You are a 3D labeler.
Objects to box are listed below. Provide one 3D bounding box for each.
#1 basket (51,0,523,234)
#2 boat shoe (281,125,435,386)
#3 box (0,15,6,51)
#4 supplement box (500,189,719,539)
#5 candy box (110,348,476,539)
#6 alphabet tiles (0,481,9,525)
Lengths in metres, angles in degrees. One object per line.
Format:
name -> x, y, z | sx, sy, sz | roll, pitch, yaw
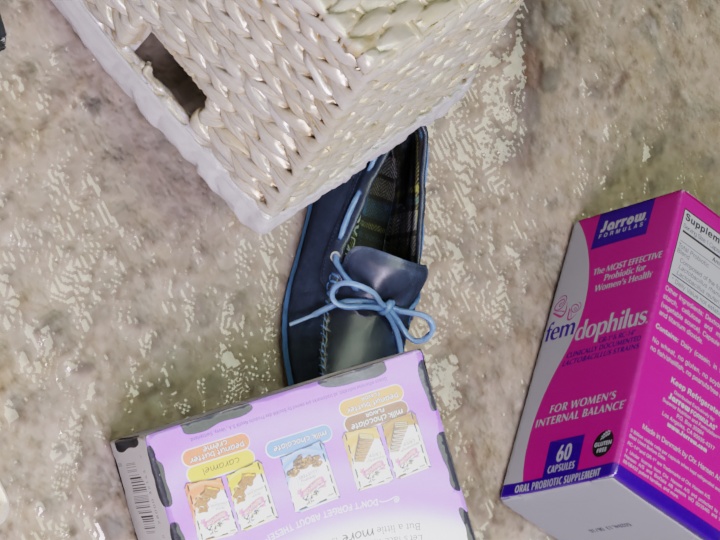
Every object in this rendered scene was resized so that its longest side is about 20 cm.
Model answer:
basket -> -0.027, -0.168, 1.524 | 0.198, 0.161, 0.200 | 49, 48, 6
boat shoe -> 0.000, 0.000, 1.599 | 0.084, 0.068, 0.201 | 13, 71, -38
box -> -0.287, -0.179, 1.384 | 0.163, 0.086, 0.201 | -18, 91, -41
supplement box -> 0.174, 0.067, 1.712 | 0.103, 0.101, 0.201 | 35, 58, -29
candy box -> -0.024, 0.163, 1.505 | 0.167, 0.071, 0.201 | -16, 89, -23
alphabet tiles -> -0.263, 0.111, 1.379 | 0.195, 0.015, 0.201 | -30, 100, -41
